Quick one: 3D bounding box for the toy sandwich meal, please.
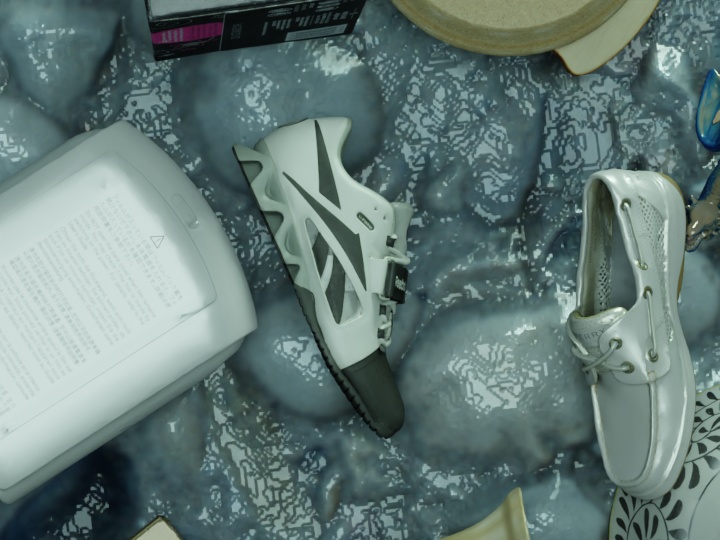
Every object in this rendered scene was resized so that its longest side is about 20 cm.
[{"bbox_3d":[0.097,-0.217,1.650,0.205,0.070,0.205,0,86,2],"label":"toy sandwich meal"}]

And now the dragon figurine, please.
[{"bbox_3d":[0.239,-0.101,1.653,0.059,0.099,0.200,14,68,-1],"label":"dragon figurine"}]

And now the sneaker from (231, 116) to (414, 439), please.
[{"bbox_3d":[0.000,0.000,1.629,0.088,0.074,0.200,-22,89,-2],"label":"sneaker"}]

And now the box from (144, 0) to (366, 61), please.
[{"bbox_3d":[-0.066,-0.196,1.570,0.132,0.200,0.115,-9,89,-4],"label":"box"}]

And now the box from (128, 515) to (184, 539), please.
[{"bbox_3d":[-0.146,0.273,1.635,0.200,0.021,0.164,-39,91,-4],"label":"box"}]

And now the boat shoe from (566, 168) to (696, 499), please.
[{"bbox_3d":[0.154,0.037,1.627,0.069,0.071,0.200,7,77,-42],"label":"boat shoe"}]

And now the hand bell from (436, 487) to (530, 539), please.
[{"bbox_3d":[0.006,0.197,1.614,0.200,0.104,0.104,-10,88,1],"label":"hand bell"}]

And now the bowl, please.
[{"bbox_3d":[0.256,0.163,1.626,0.201,0.094,0.201,0,88,-4],"label":"bowl"}]

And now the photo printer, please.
[{"bbox_3d":[-0.173,0.018,1.621,0.200,0.069,0.166,-34,89,-4],"label":"photo printer"}]
